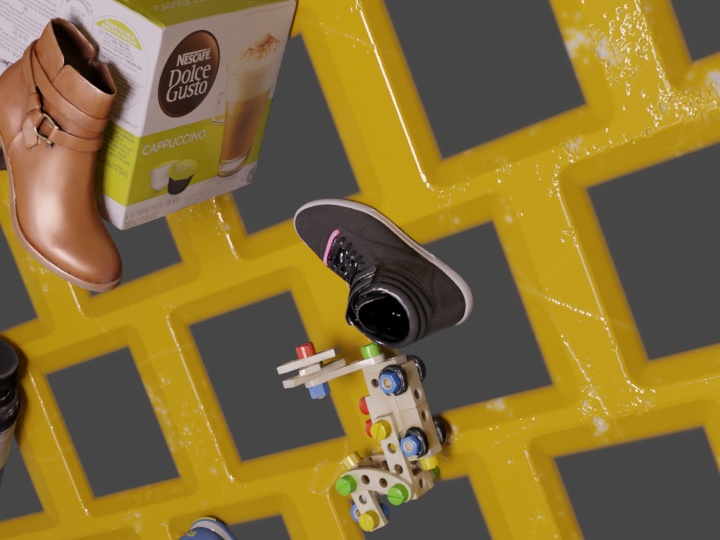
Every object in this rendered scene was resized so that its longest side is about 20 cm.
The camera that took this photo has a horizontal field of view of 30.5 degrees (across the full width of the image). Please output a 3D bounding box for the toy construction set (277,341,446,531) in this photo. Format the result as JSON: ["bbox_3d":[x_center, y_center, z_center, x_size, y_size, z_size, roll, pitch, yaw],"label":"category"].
[{"bbox_3d":[0.009,0.148,1.266,0.130,0.092,0.202,-17,107,36],"label":"toy construction set"}]

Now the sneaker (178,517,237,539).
[{"bbox_3d":[-0.134,0.363,1.431,0.199,0.082,0.074,41,122,13],"label":"sneaker"}]

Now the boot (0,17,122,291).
[{"bbox_3d":[-0.241,-0.095,1.111,0.201,0.074,0.155,49,122,5],"label":"boot"}]

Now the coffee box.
[{"bbox_3d":[-0.210,-0.189,1.223,0.198,0.199,0.200,30,120,22],"label":"coffee box"}]

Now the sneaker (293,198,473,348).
[{"bbox_3d":[0.000,0.000,1.210,0.199,0.099,0.072,32,123,22],"label":"sneaker"}]

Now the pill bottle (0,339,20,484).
[{"bbox_3d":[-0.468,0.180,1.573,0.111,0.111,0.202,32,121,20],"label":"pill bottle"}]
